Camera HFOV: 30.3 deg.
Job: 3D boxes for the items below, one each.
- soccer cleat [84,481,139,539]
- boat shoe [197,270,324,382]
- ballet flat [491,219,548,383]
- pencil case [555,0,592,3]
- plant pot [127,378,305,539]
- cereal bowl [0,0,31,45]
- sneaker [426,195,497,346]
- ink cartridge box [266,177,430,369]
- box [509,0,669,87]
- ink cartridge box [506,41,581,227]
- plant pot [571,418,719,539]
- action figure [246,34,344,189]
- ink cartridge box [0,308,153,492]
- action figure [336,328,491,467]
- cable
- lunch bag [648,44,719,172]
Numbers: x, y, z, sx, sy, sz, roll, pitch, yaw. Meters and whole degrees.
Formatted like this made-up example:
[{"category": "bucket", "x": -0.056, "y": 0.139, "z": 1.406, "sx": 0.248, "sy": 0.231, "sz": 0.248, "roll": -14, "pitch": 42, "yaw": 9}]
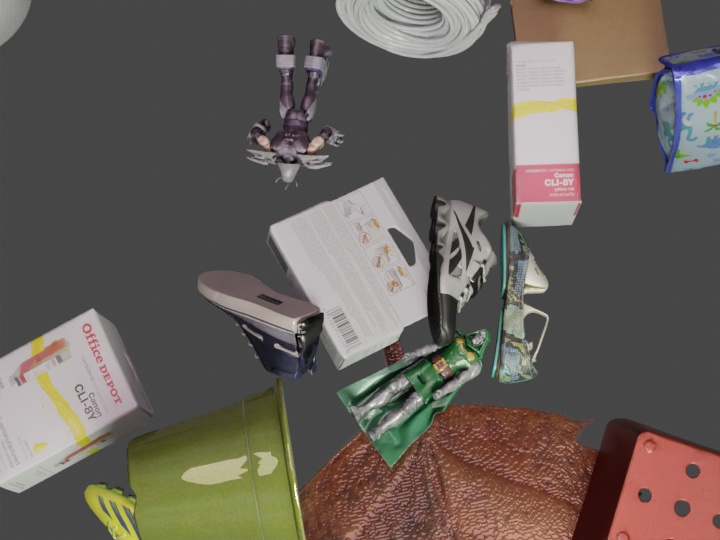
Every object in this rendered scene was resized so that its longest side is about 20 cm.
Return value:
[{"category": "soccer cleat", "x": -0.264, "y": 0.331, "z": 1.618, "sx": 0.199, "sy": 0.065, "sz": 0.084, "roll": 32, "pitch": 77, "yaw": 13}, {"category": "boat shoe", "x": -0.131, "y": 0.071, "z": 1.674, "sx": 0.198, "sy": 0.074, "sz": 0.094, "roll": 23, "pitch": 119, "yaw": 38}, {"category": "ballet flat", "x": 0.201, "y": 0.039, "z": 1.650, "sx": 0.073, "sy": 0.074, "sz": 0.204, "roll": 4, "pitch": 84, "yaw": 7}, {"category": "pencil case", "x": 0.283, "y": -0.448, "z": 1.751, "sx": 0.083, "sy": 0.086, "sz": 0.203, "roll": 9, "pitch": 65, "yaw": 12}, {"category": "plant pot", "x": -0.168, "y": 0.242, "z": 1.544, "sx": 0.187, "sy": 0.200, "sz": 0.203, "roll": -9, "pitch": 73, "yaw": -5}, {"category": "cereal bowl", "x": -0.560, "y": -0.402, "z": 1.848, "sx": 0.197, "sy": 0.083, "sz": 0.203, "roll": -1, "pitch": 74, "yaw": 5}, {"category": "sneaker", "x": 0.128, "y": 0.001, "z": 1.655, "sx": 0.087, "sy": 0.074, "sz": 0.203, "roll": 8, "pitch": 64, "yaw": -6}, {"category": "ink cartridge box", "x": 0.000, "y": 0.000, "z": 1.695, "sx": 0.172, "sy": 0.044, "sz": 0.202, "roll": -24, "pitch": 72, "yaw": -21}, {"category": "box", "x": 0.301, "y": -0.322, "z": 1.760, "sx": 0.197, "sy": 0.021, "sz": 0.166, "roll": -6, "pitch": 74, "yaw": 4}, {"category": "ink cartridge box", "x": 0.225, "y": -0.167, "z": 1.650, "sx": 0.082, "sy": 0.145, "sz": 0.204, "roll": -2, "pitch": 81, "yaw": 5}, {"category": "plant pot", "x": 0.354, "y": 0.278, "z": 1.507, "sx": 0.197, "sy": 0.176, "sz": 0.202, "roll": 18, "pitch": 77, "yaw": 10}, {"category": "action figure", "x": -0.082, "y": -0.204, "z": 1.750, "sx": 0.128, "sy": 0.069, "sz": 0.203, "roll": 7, "pitch": 79, "yaw": 1}, {"category": "ink cartridge box", "x": -0.379, "y": 0.162, "z": 1.661, "sx": 0.198, "sy": 0.084, "sz": 0.146, "roll": -28, "pitch": 73, "yaw": -3}, {"category": "action figure", "x": 0.081, "y": 0.134, "z": 1.644, "sx": 0.199, "sy": 0.055, "sz": 0.119, "roll": -36, "pitch": 71, "yaw": -8}, {"category": "cable", "x": 0.069, "y": -0.347, "z": 1.701, "sx": 0.197, "sy": 0.200, "sz": 0.070, "roll": 16, "pitch": 70, "yaw": -8}, {"category": "lunch bag", "x": 0.449, "y": -0.215, "z": 1.622, "sx": 0.167, "sy": 0.200, "sz": 0.129, "roll": -11, "pitch": 74, "yaw": 4}]
